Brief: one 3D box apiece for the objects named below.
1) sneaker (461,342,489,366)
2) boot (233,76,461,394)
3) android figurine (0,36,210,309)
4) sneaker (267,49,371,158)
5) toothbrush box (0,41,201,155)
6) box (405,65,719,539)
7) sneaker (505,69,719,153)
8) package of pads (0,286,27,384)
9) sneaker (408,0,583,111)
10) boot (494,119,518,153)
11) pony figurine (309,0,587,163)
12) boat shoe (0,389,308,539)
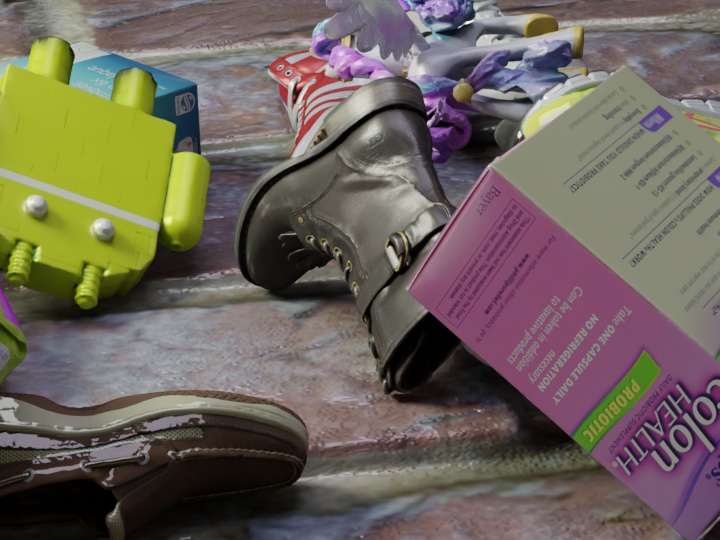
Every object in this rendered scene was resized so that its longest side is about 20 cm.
[{"bbox_3d":[0.145,0.021,1.188,0.198,0.071,0.080,-11,42,-14],"label":"sneaker"},{"bbox_3d":[0.000,0.000,1.183,0.069,0.200,0.175,9,48,-34],"label":"boot"},{"bbox_3d":[-0.187,-0.062,1.286,0.181,0.041,0.201,21,49,-17],"label":"android figurine"},{"bbox_3d":[-0.033,-0.105,1.457,0.112,0.072,0.200,-1,33,31],"label":"sneaker"},{"bbox_3d":[-0.233,-0.087,1.406,0.199,0.086,0.146,-24,33,-38],"label":"toothbrush box"},{"bbox_3d":[0.157,0.011,1.050,0.200,0.097,0.176,40,37,10],"label":"box"},{"bbox_3d":[0.183,-0.067,1.226,0.198,0.079,0.091,0,38,-29],"label":"sneaker"},{"bbox_3d":[-0.260,0.063,0.979,0.200,0.068,0.155,-46,30,2],"label":"package of pads"},{"bbox_3d":[0.092,-0.181,1.495,0.073,0.117,0.199,-7,6,-35],"label":"sneaker"},{"bbox_3d":[0.132,-0.067,1.362,0.180,0.073,0.200,5,28,-20],"label":"boot"},{"bbox_3d":[0.050,-0.129,1.327,0.198,0.168,0.193,2,19,9],"label":"pony figurine"},{"bbox_3d":[-0.124,0.110,1.007,0.200,0.075,0.075,0,55,-11],"label":"boat shoe"}]
